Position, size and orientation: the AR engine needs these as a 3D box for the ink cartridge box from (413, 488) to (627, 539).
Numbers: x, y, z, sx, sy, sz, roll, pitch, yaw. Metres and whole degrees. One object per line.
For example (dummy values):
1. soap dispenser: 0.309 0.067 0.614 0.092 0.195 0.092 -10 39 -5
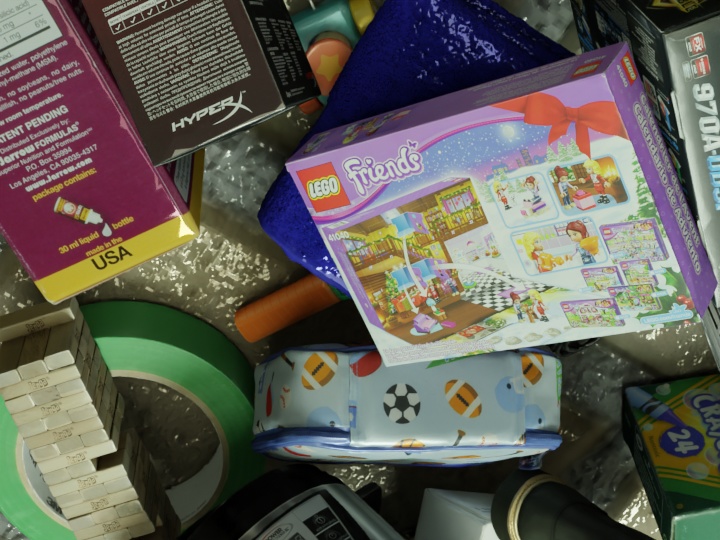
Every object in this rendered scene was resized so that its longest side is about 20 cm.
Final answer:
1. ink cartridge box: 0.102 0.267 0.890 0.144 0.084 0.203 11 93 -31

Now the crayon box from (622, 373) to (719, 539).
1. crayon box: 0.297 0.127 0.867 0.197 0.126 0.052 -8 127 -1

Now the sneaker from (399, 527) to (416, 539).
1. sneaker: 0.021 0.228 0.939 0.198 0.078 0.083 17 110 -23

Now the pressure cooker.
1. pressure cooker: -0.042 0.227 0.787 0.180 0.199 0.175 -57 150 10

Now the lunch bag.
1. lunch bag: 0.030 0.092 0.810 0.197 0.160 0.077 5 76 -17

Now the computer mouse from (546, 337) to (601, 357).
1. computer mouse: 0.124 -0.026 0.809 0.199 0.053 0.138 37 111 -23

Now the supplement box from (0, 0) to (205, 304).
1. supplement box: -0.176 -0.107 0.692 0.102 0.131 0.202 -23 118 8

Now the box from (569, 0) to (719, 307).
1. box: 0.168 -0.099 0.685 0.045 0.201 0.161 -19 119 3

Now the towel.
1. towel: 0.040 -0.058 0.713 0.146 0.050 0.201 29 124 -9

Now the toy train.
1. toy train: 0.023 -0.166 0.713 0.148 0.056 0.202 13 118 -6

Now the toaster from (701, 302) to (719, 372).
1. toaster: 0.299 0.055 0.794 0.128 0.202 0.114 -23 149 13

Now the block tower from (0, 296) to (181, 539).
1. block tower: -0.177 0.118 0.807 0.053 0.058 0.202 -16 119 4

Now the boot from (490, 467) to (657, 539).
1. boot: 0.185 0.216 0.800 0.199 0.138 0.078 38 79 -30

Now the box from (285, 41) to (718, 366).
1. box: 0.070 -0.026 0.650 0.198 0.039 0.138 -11 115 37

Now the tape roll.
1. tape roll: -0.164 0.119 0.868 0.197 0.048 0.203 -2 119 -4

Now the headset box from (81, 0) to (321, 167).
1. headset box: -0.097 -0.166 0.629 0.076 0.149 0.202 -23 98 8

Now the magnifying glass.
1. magnifying glass: 0.000 0.000 0.803 0.198 0.022 0.080 -26 113 25
